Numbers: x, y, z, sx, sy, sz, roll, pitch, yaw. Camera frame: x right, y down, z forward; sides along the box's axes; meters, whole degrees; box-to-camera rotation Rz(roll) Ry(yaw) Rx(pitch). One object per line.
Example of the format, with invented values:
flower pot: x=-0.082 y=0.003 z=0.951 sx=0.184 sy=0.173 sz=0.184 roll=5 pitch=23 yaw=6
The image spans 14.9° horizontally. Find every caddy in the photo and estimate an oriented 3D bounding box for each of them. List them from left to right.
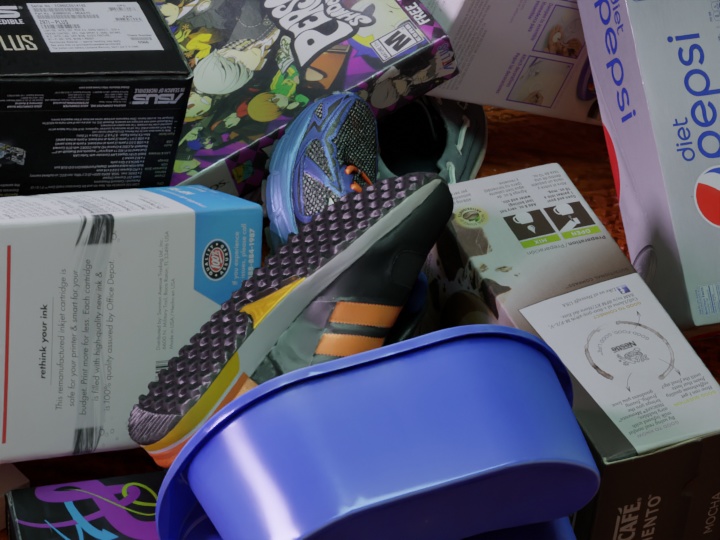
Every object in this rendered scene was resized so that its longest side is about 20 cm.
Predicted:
caddy: x=0.011 y=0.098 z=1.212 sx=0.199 sy=0.142 sz=0.105 roll=-15 pitch=48 yaw=-17

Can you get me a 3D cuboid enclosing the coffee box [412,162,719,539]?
coffee box: x=0.100 y=0.057 z=1.349 sx=0.079 sy=0.114 sz=0.200 roll=-13 pitch=44 yaw=-21

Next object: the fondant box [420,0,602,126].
fondant box: x=0.132 y=-0.157 z=1.530 sx=0.199 sy=0.145 sz=0.058 roll=8 pitch=34 yaw=-30

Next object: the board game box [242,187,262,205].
board game box: x=-0.134 y=-0.084 z=1.533 sx=0.199 sy=0.035 sz=0.126 roll=18 pitch=42 yaw=13

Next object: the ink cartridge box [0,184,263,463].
ink cartridge box: x=-0.149 y=0.025 z=1.308 sx=0.199 sy=0.117 sz=0.068 roll=-4 pitch=13 yaw=-32

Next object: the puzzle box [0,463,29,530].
puzzle box: x=-0.271 y=0.081 z=1.335 sx=0.133 sy=0.026 sz=0.200 roll=-28 pitch=52 yaw=-33

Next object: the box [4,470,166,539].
box: x=-0.057 y=0.150 z=1.282 sx=0.198 sy=0.036 sz=0.143 roll=-5 pitch=42 yaw=-15

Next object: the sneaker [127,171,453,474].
sneaker: x=-0.017 y=0.040 z=1.303 sx=0.200 sy=0.090 sz=0.070 roll=-45 pitch=20 yaw=-23

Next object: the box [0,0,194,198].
box: x=-0.200 y=-0.052 z=1.367 sx=0.199 sy=0.165 sz=0.086 roll=-3 pitch=38 yaw=-24

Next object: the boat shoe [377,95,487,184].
boat shoe: x=0.035 y=-0.081 z=1.532 sx=0.072 sy=0.062 sz=0.201 roll=5 pitch=40 yaw=3

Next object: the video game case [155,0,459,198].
video game case: x=-0.071 y=-0.131 z=1.502 sx=0.181 sy=0.036 sz=0.200 roll=-29 pitch=50 yaw=-8

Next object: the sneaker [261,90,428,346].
sneaker: x=0.000 y=0.000 z=1.385 sx=0.078 sy=0.075 sz=0.201 roll=-15 pitch=62 yaw=28

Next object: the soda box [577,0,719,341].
soda box: x=0.171 y=-0.065 z=1.452 sx=0.063 sy=0.068 sz=0.202 roll=-9 pitch=82 yaw=-17
